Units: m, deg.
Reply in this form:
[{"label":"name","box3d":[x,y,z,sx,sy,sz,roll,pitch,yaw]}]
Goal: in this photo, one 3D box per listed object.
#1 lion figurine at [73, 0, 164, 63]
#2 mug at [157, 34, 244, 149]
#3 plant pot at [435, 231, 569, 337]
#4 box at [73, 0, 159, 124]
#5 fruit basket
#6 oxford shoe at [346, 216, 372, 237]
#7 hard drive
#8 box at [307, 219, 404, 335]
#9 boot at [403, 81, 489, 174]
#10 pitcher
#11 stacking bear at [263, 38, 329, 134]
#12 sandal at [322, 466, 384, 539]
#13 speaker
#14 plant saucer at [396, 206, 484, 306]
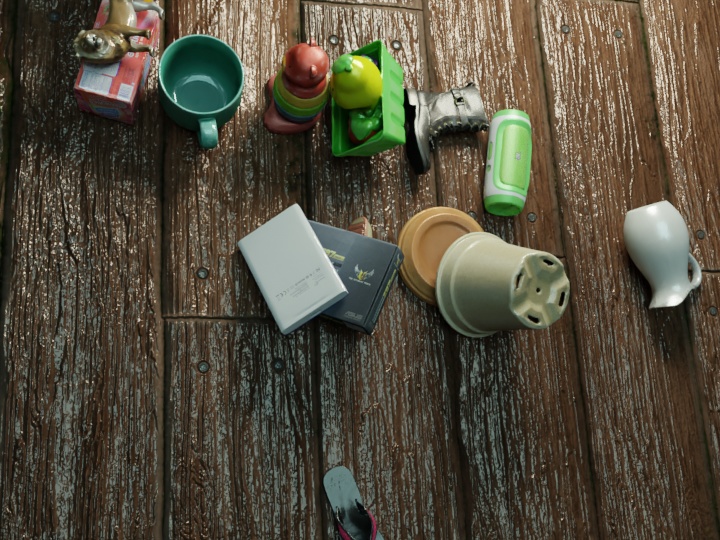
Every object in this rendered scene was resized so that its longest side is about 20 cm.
[{"label":"lion figurine","box3d":[-0.410,-0.434,1.326,0.122,0.073,0.201,6,60,1]},{"label":"mug","box3d":[-0.297,-0.318,1.396,0.151,0.114,0.186,26,72,-8]},{"label":"plant pot","box3d":[0.268,0.030,1.389,0.199,0.183,0.202,-1,92,-28]},{"label":"box","box3d":[-0.435,-0.381,1.385,0.102,0.095,0.201,13,73,-11]},{"label":"fruit basket","box3d":[-0.007,-0.326,1.427,0.215,0.155,0.217,16,69,-45]},{"label":"oxford shoe","box3d":[0.000,0.000,1.431,0.074,0.071,0.201,24,65,-38]},{"label":"hard drive","box3d":[-0.121,-0.004,1.349,0.132,0.025,0.201,-33,63,5]},{"label":"box","box3d":[-0.042,0.009,1.361,0.199,0.051,0.158,18,74,24]},{"label":"boot","box3d":[0.177,-0.288,1.535,0.173,0.069,0.201,-3,75,-14]},{"label":"pitcher","box3d":[0.628,-0.040,1.577,0.171,0.121,0.201,-19,92,-39]},{"label":"stacking bear","box3d":[-0.108,-0.342,1.403,0.113,0.200,0.122,7,75,-11]},{"label":"sandal","box3d":[-0.009,0.435,1.321,0.075,0.045,0.201,-22,83,-19]},{"label":"speaker","box3d":[0.294,-0.215,1.540,0.088,0.088,0.201,11,74,-12]},{"label":"plant saucer","box3d":[0.167,-0.030,1.486,0.199,0.037,0.202,3,76,-13]}]
